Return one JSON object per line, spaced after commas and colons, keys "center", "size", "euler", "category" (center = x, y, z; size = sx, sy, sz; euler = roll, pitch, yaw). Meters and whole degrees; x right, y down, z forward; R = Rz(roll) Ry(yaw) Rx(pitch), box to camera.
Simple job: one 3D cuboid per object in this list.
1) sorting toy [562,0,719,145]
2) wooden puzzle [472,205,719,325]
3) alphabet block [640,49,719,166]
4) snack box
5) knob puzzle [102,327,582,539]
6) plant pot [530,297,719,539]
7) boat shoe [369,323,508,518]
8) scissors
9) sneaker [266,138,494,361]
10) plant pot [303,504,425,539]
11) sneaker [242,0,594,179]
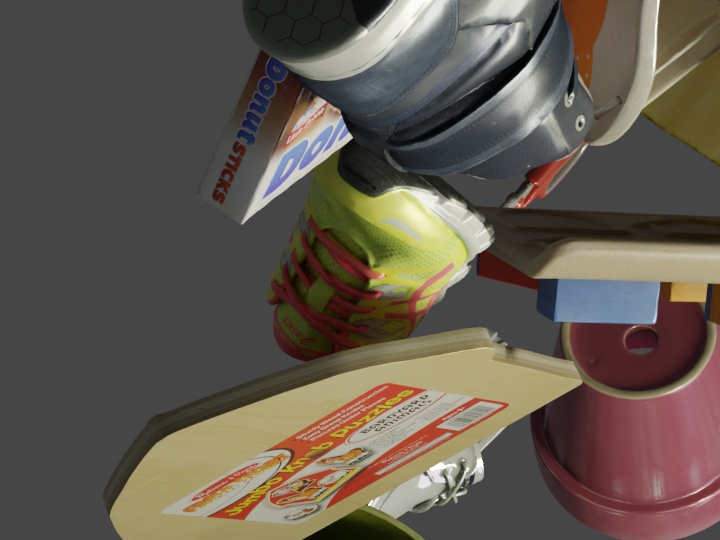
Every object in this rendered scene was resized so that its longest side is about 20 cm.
{"center": [0.162, -0.173, 1.101], "size": [0.200, 0.107, 0.180], "euler": [-37, 174, -28], "category": "sorting toy"}
{"center": [0.145, -0.001, 1.332], "size": [0.200, 0.185, 0.046], "euler": [-158, -108, -74], "category": "wooden puzzle"}
{"center": [0.224, -0.152, 1.348], "size": [0.200, 0.196, 0.195], "euler": [-58, 168, 13], "category": "alphabet block"}
{"center": [0.005, -0.086, 1.017], "size": [0.200, 0.024, 0.072], "euler": [-41, 161, -55], "category": "snack box"}
{"center": [-0.027, 0.066, 1.141], "size": [0.219, 0.030, 0.220], "euler": [-18, 160, -7], "category": "knob puzzle"}
{"center": [0.236, 0.097, 2.225], "size": [0.200, 0.200, 0.179], "euler": [-52, 153, -23], "category": "plant pot"}
{"center": [0.050, 0.115, 1.717], "size": [0.200, 0.067, 0.074], "euler": [-50, 168, -30], "category": "boat shoe"}
{"center": [0.096, -0.041, 1.596], "size": [0.200, 0.014, 0.073], "euler": [-50, 170, -39], "category": "scissors"}
{"center": [0.000, 0.000, 1.124], "size": [0.090, 0.078, 0.200], "euler": [-47, 166, -9], "category": "sneaker"}
{"center": [-0.048, 0.212, 1.344], "size": [0.187, 0.187, 0.200], "euler": [-53, -176, -14], "category": "plant pot"}
{"center": [0.060, -0.121, 0.911], "size": [0.202, 0.077, 0.146], "euler": [-47, 146, -1], "category": "sneaker"}
